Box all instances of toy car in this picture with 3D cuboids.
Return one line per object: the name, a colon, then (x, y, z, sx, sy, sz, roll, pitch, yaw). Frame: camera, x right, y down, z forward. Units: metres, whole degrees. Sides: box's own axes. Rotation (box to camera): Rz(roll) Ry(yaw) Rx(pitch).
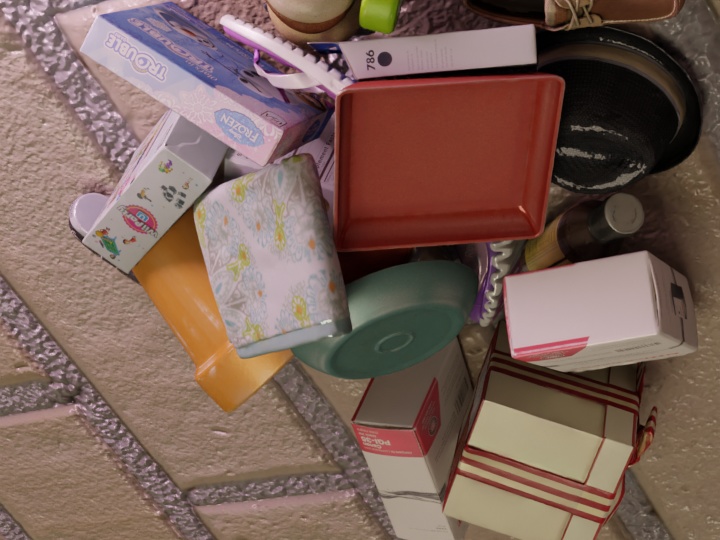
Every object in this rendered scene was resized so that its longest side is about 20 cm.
toy car: (-0.034, -0.266, 1.588, 0.164, 0.158, 0.200, 15, 165, 4)

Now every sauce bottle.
sauce bottle: (0.215, -0.030, 1.682, 0.065, 0.065, 0.200, 32, 162, -8)

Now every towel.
towel: (-0.086, -0.009, 1.657, 0.200, 0.048, 0.172, -14, 91, 56)

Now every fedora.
fedora: (0.209, -0.132, 1.606, 0.200, 0.092, 0.201, 14, 137, 13)

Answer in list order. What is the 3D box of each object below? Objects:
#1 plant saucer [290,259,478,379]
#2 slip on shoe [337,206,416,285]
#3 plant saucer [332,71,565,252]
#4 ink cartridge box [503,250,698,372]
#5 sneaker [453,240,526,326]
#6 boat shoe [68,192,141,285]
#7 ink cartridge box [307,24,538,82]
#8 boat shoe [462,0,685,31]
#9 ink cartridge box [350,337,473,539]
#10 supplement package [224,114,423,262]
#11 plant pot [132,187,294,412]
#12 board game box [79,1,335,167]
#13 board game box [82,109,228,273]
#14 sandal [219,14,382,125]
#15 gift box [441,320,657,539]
plant saucer: (0.029, 0.058, 1.731, 0.199, 0.036, 0.200, -17, 153, -9)
slip on shoe: (0.000, 0.000, 1.705, 0.074, 0.061, 0.200, 30, 138, -4)
plant saucer: (0.073, -0.103, 1.566, 0.199, 0.037, 0.200, -4, 137, -6)
ink cartridge box: (0.235, 0.044, 1.689, 0.145, 0.085, 0.200, -10, 168, 19)
sneaker: (0.120, -0.033, 1.773, 0.088, 0.081, 0.201, 18, 134, 19)
boat shoe: (-0.246, -0.014, 1.982, 0.200, 0.070, 0.066, 30, 156, -10)
ink cartridge box: (0.057, -0.187, 1.547, 0.199, 0.099, 0.039, -3, 92, 7)
boat shoe: (0.182, -0.237, 1.526, 0.199, 0.072, 0.076, 7, 136, 21)
ink cartridge box: (0.073, 0.190, 1.968, 0.082, 0.147, 0.200, 3, 134, 25)
supplement package: (-0.028, -0.081, 1.764, 0.199, 0.110, 0.114, 17, 138, 10)
plant pot: (-0.136, 0.018, 1.871, 0.183, 0.200, 0.200, 45, 137, -4)
board game box: (-0.137, -0.179, 1.639, 0.200, 0.199, 0.043, 32, 108, 5)
board game box: (-0.194, -0.108, 1.792, 0.064, 0.148, 0.200, 35, 139, -13)
sandal: (-0.056, -0.174, 1.594, 0.202, 0.050, 0.082, 32, -175, 22)
gift box: (0.207, 0.168, 1.849, 0.186, 0.200, 0.185, 19, 126, 2)
